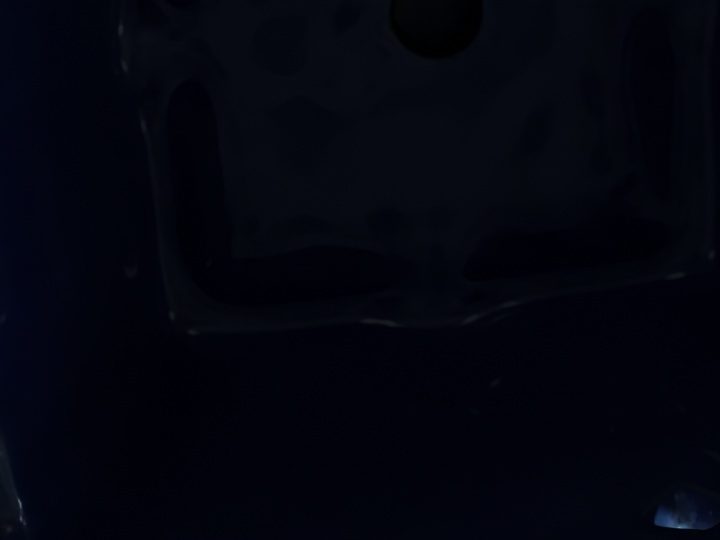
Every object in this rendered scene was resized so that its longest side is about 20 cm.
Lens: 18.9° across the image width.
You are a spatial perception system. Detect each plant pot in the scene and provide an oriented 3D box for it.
[{"bbox_3d":[0.013,-0.032,0.331,0.180,0.198,0.202,-103,-173,-80],"label":"plant pot"}]
